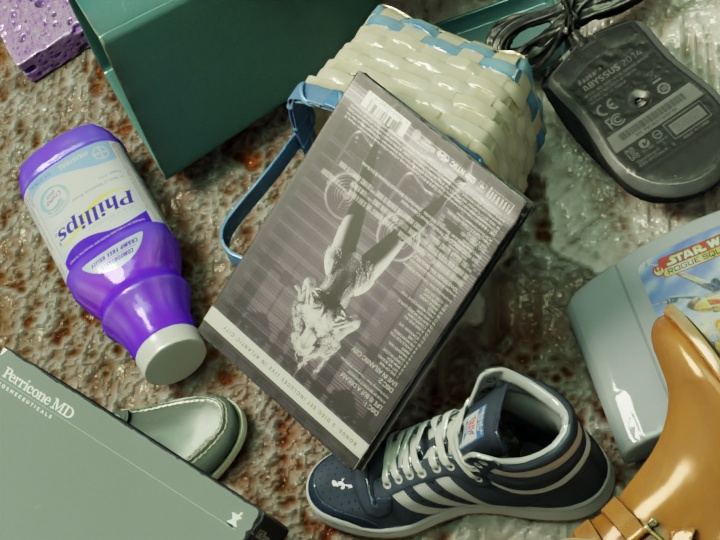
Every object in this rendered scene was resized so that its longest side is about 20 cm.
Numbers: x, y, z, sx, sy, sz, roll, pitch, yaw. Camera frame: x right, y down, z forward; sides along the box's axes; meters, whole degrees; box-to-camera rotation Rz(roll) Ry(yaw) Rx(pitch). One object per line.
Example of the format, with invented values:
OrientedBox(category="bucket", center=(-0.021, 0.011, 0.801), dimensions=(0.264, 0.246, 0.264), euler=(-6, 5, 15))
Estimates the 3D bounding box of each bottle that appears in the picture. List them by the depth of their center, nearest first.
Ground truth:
OrientedBox(category="bottle", center=(-0.168, -0.009, 1.462), dimensions=(0.083, 0.065, 0.201), euler=(-31, 58, -1))

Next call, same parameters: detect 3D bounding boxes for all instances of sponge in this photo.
OrientedBox(category="sponge", center=(-0.195, -0.239, 1.616), dimensions=(0.199, 0.030, 0.112), euler=(-32, 58, 1))

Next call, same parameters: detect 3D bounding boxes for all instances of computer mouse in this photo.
OrientedBox(category="computer mouse", center=(0.185, -0.115, 1.407), dimensions=(0.138, 0.053, 0.201), euler=(-29, 56, -2))

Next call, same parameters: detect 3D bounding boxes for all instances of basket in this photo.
OrientedBox(category="basket", center=(0.025, -0.059, 1.377), dimensions=(0.175, 0.139, 0.200), euler=(26, 67, 26))

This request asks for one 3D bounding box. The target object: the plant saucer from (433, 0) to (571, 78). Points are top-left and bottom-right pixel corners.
OrientedBox(category="plant saucer", center=(0.051, -0.140, 1.487), dimensions=(0.198, 0.019, 0.070), euler=(-19, 58, 10))

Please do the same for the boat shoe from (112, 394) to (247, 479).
OrientedBox(category="boat shoe", center=(-0.172, 0.130, 1.390), dimensions=(0.199, 0.062, 0.073), euler=(-23, 56, 5))

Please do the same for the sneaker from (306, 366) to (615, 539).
OrientedBox(category="sneaker", center=(0.050, 0.112, 1.297), dimensions=(0.198, 0.109, 0.071), euler=(-5, 61, 16))

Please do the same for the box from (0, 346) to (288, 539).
OrientedBox(category="box", center=(-0.177, 0.181, 1.300), dimensions=(0.199, 0.104, 0.183), euler=(31, 84, 12))

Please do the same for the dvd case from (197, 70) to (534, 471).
OrientedBox(category="dvd case", center=(0.000, 0.000, 1.309), dimensions=(0.148, 0.016, 0.201), euler=(39, 104, 26))

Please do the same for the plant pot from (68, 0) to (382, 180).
OrientedBox(category="plant pot", center=(-0.096, -0.196, 1.488), dimensions=(0.199, 0.142, 0.142), euler=(-28, 47, -5))

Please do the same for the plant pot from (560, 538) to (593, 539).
OrientedBox(category="plant pot", center=(0.134, 0.252, 1.182), dimensions=(0.199, 0.027, 0.202), euler=(-8, 81, 55))

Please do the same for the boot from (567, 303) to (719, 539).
OrientedBox(category="boot", center=(0.174, 0.135, 1.245), dimensions=(0.154, 0.074, 0.201), euler=(-28, 73, 10))

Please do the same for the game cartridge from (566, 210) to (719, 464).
OrientedBox(category="game cartridge", center=(0.236, 0.028, 1.324), dimensions=(0.199, 0.042, 0.134), euler=(-23, 62, 6))
